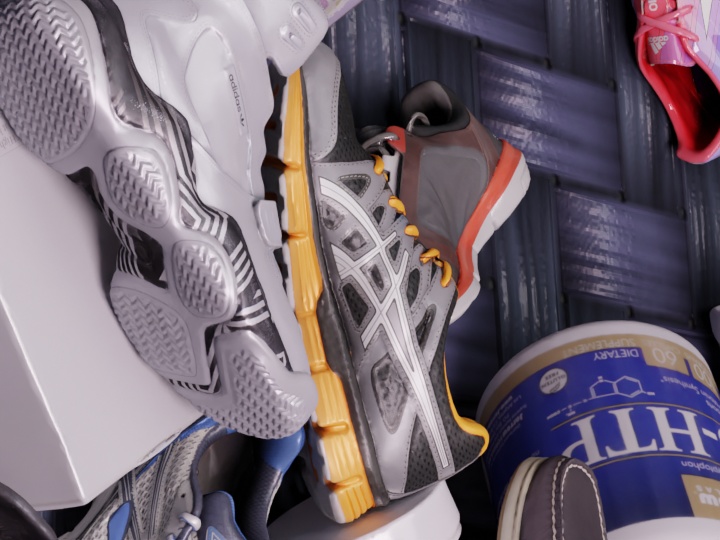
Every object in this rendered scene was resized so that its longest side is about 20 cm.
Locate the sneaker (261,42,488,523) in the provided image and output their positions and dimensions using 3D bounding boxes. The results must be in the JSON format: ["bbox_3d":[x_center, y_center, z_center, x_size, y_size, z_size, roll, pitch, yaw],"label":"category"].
[{"bbox_3d":[0.000,0.000,1.130,0.077,0.078,0.200,-12,97,-11],"label":"sneaker"}]

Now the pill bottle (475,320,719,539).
[{"bbox_3d":[0.128,0.131,1.248,0.120,0.120,0.200,40,24,-39],"label":"pill bottle"}]

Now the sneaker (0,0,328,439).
[{"bbox_3d":[-0.051,-0.041,1.029,0.115,0.075,0.200,-43,112,-34],"label":"sneaker"}]

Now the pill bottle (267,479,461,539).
[{"bbox_3d":[0.031,0.191,1.171,0.112,0.112,0.200,-38,111,-50],"label":"pill bottle"}]

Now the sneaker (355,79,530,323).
[{"bbox_3d":[0.012,-0.021,1.247,0.082,0.077,0.200,52,31,-15],"label":"sneaker"}]

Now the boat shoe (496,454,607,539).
[{"bbox_3d":[0.097,0.164,1.114,0.072,0.065,0.200,42,39,-43],"label":"boat shoe"}]

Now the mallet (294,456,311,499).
[{"bbox_3d":[-0.041,0.010,1.197,0.066,0.041,0.200,-50,124,-49],"label":"mallet"}]

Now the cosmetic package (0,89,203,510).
[{"bbox_3d":[-0.138,-0.016,1.046,0.102,0.074,0.200,-35,110,-51],"label":"cosmetic package"}]

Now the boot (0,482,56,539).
[{"bbox_3d":[-0.177,0.082,0.916,0.200,0.132,0.070,38,53,-40],"label":"boot"}]

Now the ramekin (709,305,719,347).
[{"bbox_3d":[0.293,0.062,1.481,0.200,0.200,0.098,-7,95,-53],"label":"ramekin"}]

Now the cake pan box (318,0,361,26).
[{"bbox_3d":[-0.090,-0.198,1.120,0.184,0.052,0.200,17,45,-47],"label":"cake pan box"}]

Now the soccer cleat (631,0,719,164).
[{"bbox_3d":[0.170,-0.155,1.487,0.076,0.067,0.200,-44,117,-43],"label":"soccer cleat"}]

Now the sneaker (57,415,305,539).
[{"bbox_3d":[-0.080,0.120,1.071,0.077,0.085,0.200,48,47,-33],"label":"sneaker"}]
